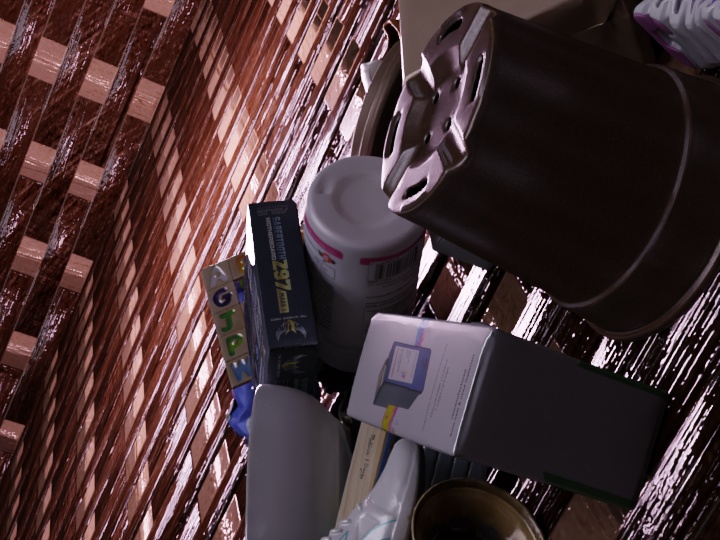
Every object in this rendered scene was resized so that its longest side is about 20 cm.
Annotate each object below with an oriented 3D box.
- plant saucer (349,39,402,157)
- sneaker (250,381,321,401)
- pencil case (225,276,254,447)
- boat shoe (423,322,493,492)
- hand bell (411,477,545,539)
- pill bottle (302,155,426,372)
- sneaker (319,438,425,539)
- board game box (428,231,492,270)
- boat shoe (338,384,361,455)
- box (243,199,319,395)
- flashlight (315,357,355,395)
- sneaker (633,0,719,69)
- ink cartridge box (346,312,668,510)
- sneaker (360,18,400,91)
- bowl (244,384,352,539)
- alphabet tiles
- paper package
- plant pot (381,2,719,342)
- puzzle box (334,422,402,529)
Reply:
[{"bbox_3d":[0.038,-0.149,1.271,0.201,0.029,0.202,-56,-22,-36],"label":"plant saucer"},{"bbox_3d":[-0.070,0.173,1.313,0.201,0.077,0.077,-114,18,-62],"label":"sneaker"},{"bbox_3d":[-0.109,0.095,1.428,0.078,0.085,0.204,-165,75,-82],"label":"pencil case"},{"bbox_3d":[0.075,0.143,1.033,0.067,0.073,0.203,103,-170,-84],"label":"boat shoe"},{"bbox_3d":[0.059,0.258,0.959,0.105,0.102,0.202,-91,16,-45],"label":"hand bell"},{"bbox_3d":[0.000,0.000,1.192,0.202,0.111,0.115,96,177,-50],"label":"pill bottle"},{"bbox_3d":[-0.004,0.214,0.945,0.071,0.079,0.203,73,-145,-66],"label":"sneaker"},{"bbox_3d":[0.114,-0.123,1.162,0.148,0.063,0.202,-58,22,33],"label":"board game box"},{"bbox_3d":[0.014,0.128,1.187,0.202,0.063,0.071,-63,21,24],"label":"boat shoe"},{"bbox_3d":[-0.078,0.056,1.200,0.201,0.050,0.160,98,164,-55],"label":"box"},{"bbox_3d":[-0.030,0.046,1.388,0.202,0.067,0.068,-99,26,-43],"label":"flashlight"},{"bbox_3d":[0.260,-0.177,0.825,0.089,0.080,0.200,-51,24,2],"label":"sneaker"},{"bbox_3d":[0.095,0.093,0.892,0.199,0.143,0.089,9,80,69],"label":"ink cartridge box"},{"bbox_3d":[0.026,-0.184,1.417,0.073,0.084,0.203,-4,69,66],"label":"sneaker"},{"bbox_3d":[-0.042,0.218,1.103,0.201,0.073,0.202,76,-171,-46],"label":"bowl"},{"bbox_3d":[-0.065,0.022,1.351,0.197,0.008,0.169,-24,50,3],"label":"alphabet tiles"},{"bbox_3d":[0.129,-0.220,1.046,0.188,0.104,0.202,-22,43,21],"label":"paper package"},{"bbox_3d":[0.132,-0.077,0.880,0.201,0.196,0.202,-53,25,39],"label":"plant pot"},{"bbox_3d":[0.025,0.173,1.056,0.133,0.025,0.203,39,-117,-65],"label":"puzzle box"}]
